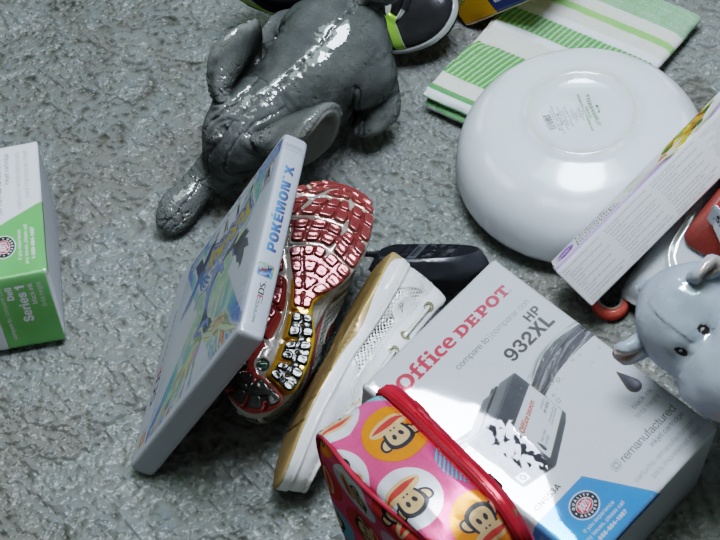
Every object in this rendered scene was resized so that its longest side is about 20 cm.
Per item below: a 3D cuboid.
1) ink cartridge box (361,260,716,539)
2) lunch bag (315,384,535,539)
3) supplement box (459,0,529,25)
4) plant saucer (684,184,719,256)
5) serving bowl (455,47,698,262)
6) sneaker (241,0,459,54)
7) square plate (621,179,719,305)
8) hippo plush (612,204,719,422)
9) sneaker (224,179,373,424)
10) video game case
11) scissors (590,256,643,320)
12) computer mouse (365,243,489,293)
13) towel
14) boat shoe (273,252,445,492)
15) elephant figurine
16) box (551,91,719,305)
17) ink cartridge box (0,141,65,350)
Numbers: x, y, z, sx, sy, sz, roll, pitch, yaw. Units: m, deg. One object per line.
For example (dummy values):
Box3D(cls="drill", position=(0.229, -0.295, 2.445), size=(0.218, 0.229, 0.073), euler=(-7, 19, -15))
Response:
Box3D(cls="ink cartridge box", position=(0.118, 0.112, 1.466), size=(0.200, 0.084, 0.145), euler=(38, 63, 20))
Box3D(cls="lunch bag", position=(0.039, 0.171, 1.374), size=(0.082, 0.200, 0.176), euler=(-36, 55, -16))
Box3D(cls="supplement box", position=(0.091, -0.323, 1.779), size=(0.109, 0.200, 0.109), euler=(-44, 15, -28))
Box3D(cls="plant saucer", position=(0.360, -0.058, 1.515), size=(0.200, 0.037, 0.200), euler=(35, 83, 30))
Box3D(cls="serving bowl", position=(0.171, -0.102, 1.654), size=(0.200, 0.066, 0.200), euler=(-3, 53, 5))
Box3D(cls="sneaker", position=(-0.018, -0.226, 1.756), size=(0.200, 0.083, 0.072), euler=(10, 85, 1))
Box3D(cls="square plate", position=(0.318, -0.025, 1.555), size=(0.200, 0.028, 0.198), euler=(28, 79, 30))
Box3D(cls="hippo plush", position=(0.262, 0.024, 1.422), size=(0.159, 0.161, 0.200), euler=(-47, 63, 21))
Box3D(cls="sneaker", position=(-0.051, 0.021, 1.574), size=(0.078, 0.082, 0.200), euler=(23, 68, 8))
Box3D(cls="video game case", position=(-0.102, 0.026, 1.530), size=(0.022, 0.200, 0.183), euler=(24, 49, -15))
Box3D(cls="scissors", position=(0.237, -0.034, 1.644), size=(0.073, 0.014, 0.200), euler=(13, 54, 21))
Box3D(cls="computer mouse", position=(0.000, 0.000, 1.634), size=(0.200, 0.034, 0.059), euler=(1, 14, 16))
Box3D(cls="towel", position=(0.166, -0.174, 1.771), size=(0.152, 0.023, 0.200), euler=(26, 56, 26))
Box3D(cls="boat shoe", position=(0.004, 0.082, 1.541), size=(0.069, 0.071, 0.200), euler=(32, 67, -6))
Box3D(cls="elephant figurine", position=(-0.066, -0.127, 1.674), size=(0.141, 0.155, 0.200), euler=(15, 40, 42))
Box3D(cls="box", position=(0.224, -0.060, 1.570), size=(0.200, 0.041, 0.039), euler=(-47, 9, 9))
Box3D(cls="ink cartridge box", position=(-0.336, -0.007, 1.650), size=(0.200, 0.084, 0.146), euler=(-10, 48, -2))
